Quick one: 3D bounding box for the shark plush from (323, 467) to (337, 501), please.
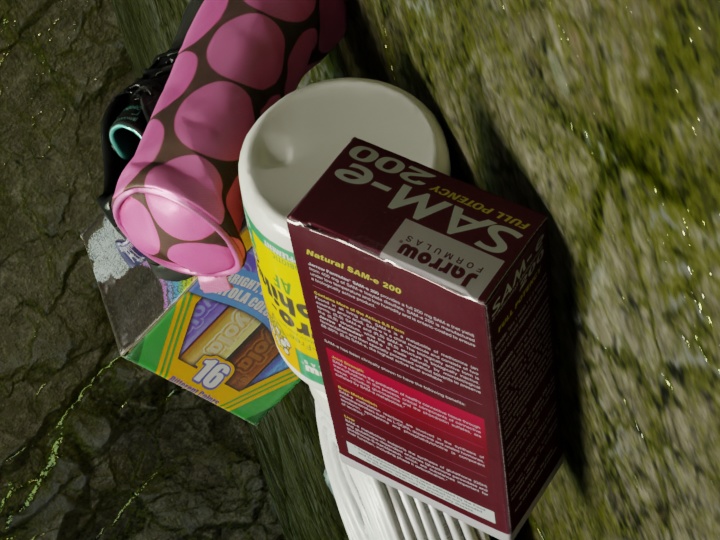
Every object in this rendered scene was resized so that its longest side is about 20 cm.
[{"bbox_3d":[0.044,0.223,1.438,0.091,0.083,0.201,-153,44,-78],"label":"shark plush"}]

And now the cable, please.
[{"bbox_3d":[0.027,0.145,1.253,0.200,0.069,0.201,-125,16,-59],"label":"cable"}]

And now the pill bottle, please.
[{"bbox_3d":[0.000,0.000,1.079,0.201,0.112,0.113,81,166,-54],"label":"pill bottle"}]

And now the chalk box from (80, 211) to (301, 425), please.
[{"bbox_3d":[-0.058,-0.027,1.244,0.124,0.200,0.125,32,-158,-40],"label":"chalk box"}]

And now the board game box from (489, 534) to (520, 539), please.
[{"bbox_3d":[0.054,0.092,1.273,0.105,0.023,0.201,75,171,-48],"label":"board game box"}]

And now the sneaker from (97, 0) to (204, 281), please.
[{"bbox_3d":[-0.107,-0.096,1.182,0.079,0.075,0.201,34,-129,-38],"label":"sneaker"}]

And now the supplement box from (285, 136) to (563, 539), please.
[{"bbox_3d":[0.036,0.038,0.952,0.108,0.061,0.201,24,149,24],"label":"supplement box"}]

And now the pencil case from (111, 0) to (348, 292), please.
[{"bbox_3d":[-0.069,-0.091,1.118,0.090,0.201,0.094,-3,142,39],"label":"pencil case"}]
